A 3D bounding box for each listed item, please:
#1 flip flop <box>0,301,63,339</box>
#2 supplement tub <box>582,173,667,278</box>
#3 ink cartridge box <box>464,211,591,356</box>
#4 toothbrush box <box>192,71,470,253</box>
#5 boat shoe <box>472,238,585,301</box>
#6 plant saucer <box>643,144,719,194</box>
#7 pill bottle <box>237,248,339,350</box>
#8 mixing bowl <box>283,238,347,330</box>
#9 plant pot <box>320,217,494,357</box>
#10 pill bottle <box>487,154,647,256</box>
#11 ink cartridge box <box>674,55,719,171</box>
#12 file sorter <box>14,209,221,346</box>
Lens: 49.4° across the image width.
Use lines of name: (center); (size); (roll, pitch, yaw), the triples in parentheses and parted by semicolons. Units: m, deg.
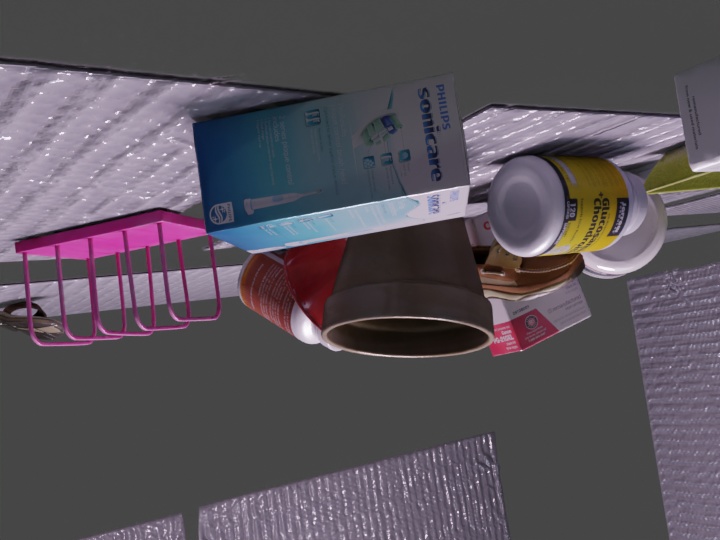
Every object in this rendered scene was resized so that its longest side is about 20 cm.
flip flop: (-0.656, 0.089, 1.527); (0.196, 0.059, 0.081); (6, 153, 31)
supplement tub: (0.369, -0.062, 1.162); (0.137, 0.144, 0.200); (-10, 175, 11)
ink cartridge box: (0.232, 0.002, 1.161); (0.142, 0.204, 0.084); (-21, 178, -25)
toothbrush box: (-0.015, -0.077, 0.623); (0.195, 0.088, 0.146); (-9, 174, 7)
boat shoe: (0.192, -0.007, 1.024); (0.197, 0.075, 0.075); (-10, -158, 44)
plant saucer: (0.481, -0.145, 0.969); (0.196, 0.049, 0.199); (-7, 175, -25)
pill bottle: (-0.092, 0.044, 1.224); (0.198, 0.115, 0.111); (28, -161, 35)
mixing bowl: (0.000, 0.000, 1.115); (0.198, 0.202, 0.109); (-2, 143, -52)
plant pot: (0.053, -0.005, 0.907); (0.195, 0.178, 0.201); (0, 162, 0)
pill bottle: (0.252, -0.078, 0.930); (0.197, 0.115, 0.111); (-5, 174, -37)
ink cartridge box: (0.370, -0.141, 0.595); (0.142, 0.087, 0.198); (-6, 175, -35)
file sorter: (-0.283, 0.015, 0.943); (0.195, 0.129, 0.139); (-10, 175, 15)
